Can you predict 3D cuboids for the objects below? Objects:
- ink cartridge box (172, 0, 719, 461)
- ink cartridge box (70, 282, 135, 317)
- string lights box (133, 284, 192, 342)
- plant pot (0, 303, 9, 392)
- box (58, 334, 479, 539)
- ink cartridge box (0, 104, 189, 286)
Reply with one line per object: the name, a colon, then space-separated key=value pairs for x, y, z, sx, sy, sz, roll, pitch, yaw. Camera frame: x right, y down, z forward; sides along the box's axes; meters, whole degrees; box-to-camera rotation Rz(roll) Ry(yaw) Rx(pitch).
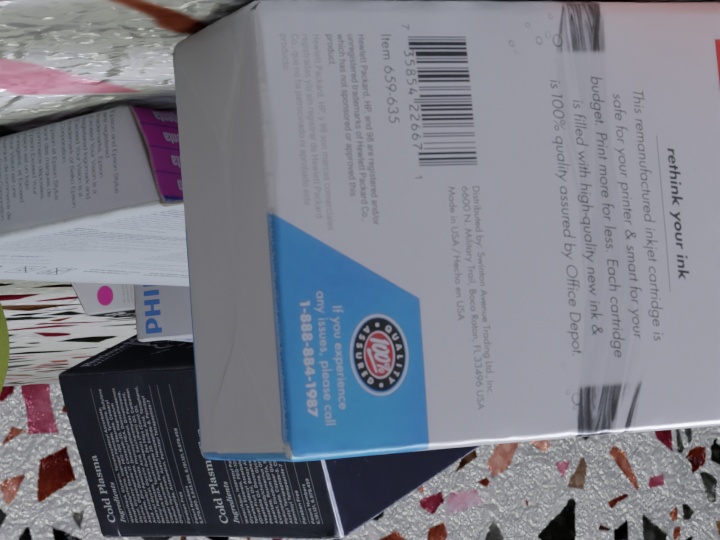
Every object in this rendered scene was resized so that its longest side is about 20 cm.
ink cartridge box: x=0.055 y=-0.011 z=0.608 sx=0.199 sy=0.117 sz=0.067 roll=-2 pitch=175 yaw=-25
ink cartridge box: x=-0.082 y=0.004 z=1.222 sx=0.199 sy=0.037 sz=0.095 roll=-5 pitch=177 yaw=29
string lights box: x=0.000 y=0.000 z=1.072 sx=0.199 sy=0.059 sz=0.103 roll=-6 pitch=175 yaw=19
plant pot: x=-0.224 y=0.047 z=0.873 sx=0.186 sy=0.188 sz=0.200 roll=-6 pitch=-170 yaw=19
box: x=-0.035 y=0.070 z=1.267 sx=0.181 sy=0.105 sz=0.200 roll=-6 pitch=-166 yaw=38
ink cartridge box: x=-0.050 y=-0.027 z=0.797 sx=0.199 sy=0.044 sz=0.196 roll=-10 pitch=172 yaw=35
